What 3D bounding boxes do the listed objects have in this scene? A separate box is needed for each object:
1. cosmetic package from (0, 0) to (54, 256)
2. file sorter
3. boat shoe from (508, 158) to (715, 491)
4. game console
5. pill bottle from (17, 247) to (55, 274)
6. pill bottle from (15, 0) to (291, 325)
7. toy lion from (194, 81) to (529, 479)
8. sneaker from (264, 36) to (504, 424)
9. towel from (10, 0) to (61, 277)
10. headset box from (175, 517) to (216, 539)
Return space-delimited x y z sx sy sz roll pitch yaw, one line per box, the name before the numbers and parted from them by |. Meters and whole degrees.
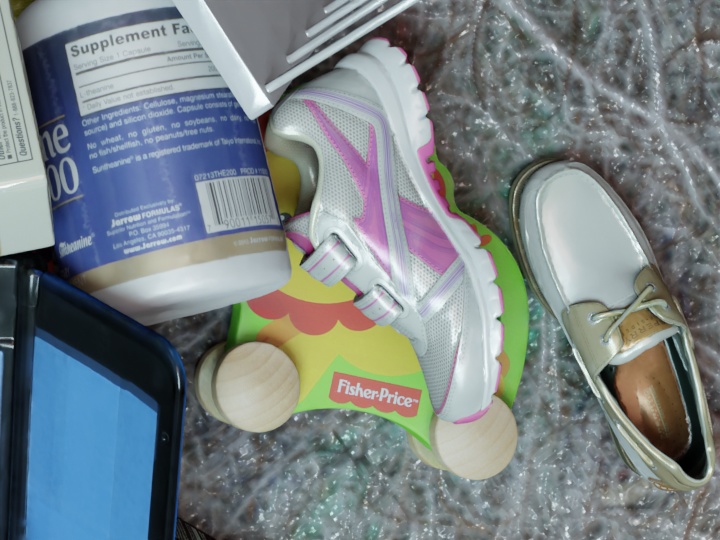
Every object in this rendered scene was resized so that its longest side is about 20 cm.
cosmetic package | -0.240 -0.049 0.836 0.198 0.071 0.106 -10 68 -10
file sorter | -0.021 -0.188 0.915 0.124 0.200 0.139 -29 104 21
boat shoe | 0.148 0.029 1.066 0.074 0.068 0.201 -30 103 -7
game console | -0.176 0.104 0.879 0.169 0.118 0.202 1 111 -15
pill bottle | -0.210 -0.008 0.961 0.110 0.111 0.202 -9 100 -11
pill bottle | -0.107 -0.078 0.927 0.110 0.111 0.202 -13 85 -10
toy lion | 0.000 0.000 1.039 0.198 0.069 0.194 14 87 -14
sneaker | 0.008 -0.012 0.980 0.087 0.081 0.202 -20 81 -16
towel | -0.134 -0.097 0.989 0.085 0.018 0.202 -14 86 -10
headset box | -0.099 0.223 1.034 0.199 0.077 0.150 32 91 -15
